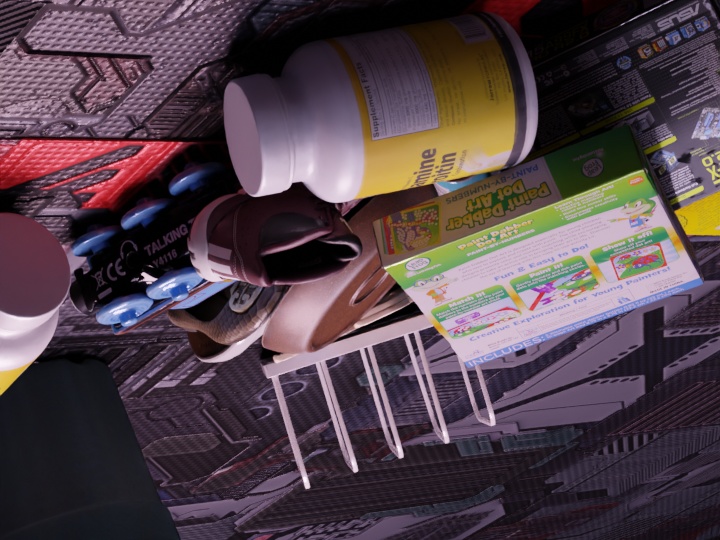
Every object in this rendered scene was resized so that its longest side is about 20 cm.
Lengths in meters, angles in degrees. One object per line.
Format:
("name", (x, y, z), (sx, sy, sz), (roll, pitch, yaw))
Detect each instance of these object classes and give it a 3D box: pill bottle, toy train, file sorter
("pill bottle", (0.012, -0.109, 1.430), (0.199, 0.112, 0.112), (-12, 160, -18))
("toy train", (-0.131, -0.018, 1.596), (0.200, 0.087, 0.114), (-30, 164, 29))
("file sorter", (0.018, 0.116, 1.990), (0.199, 0.125, 0.139), (-18, -179, -4))
("pill bottle", (-0.294, 0.039, 1.551), (0.112, 0.113, 0.200), (-4, 156, -36))

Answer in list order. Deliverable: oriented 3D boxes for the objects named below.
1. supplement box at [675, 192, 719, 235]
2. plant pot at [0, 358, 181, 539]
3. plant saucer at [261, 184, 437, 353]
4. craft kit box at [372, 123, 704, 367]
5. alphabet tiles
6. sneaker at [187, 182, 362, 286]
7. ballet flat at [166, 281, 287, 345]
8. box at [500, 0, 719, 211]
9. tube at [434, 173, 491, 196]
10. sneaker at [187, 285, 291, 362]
("supplement box", (0.278, -0.100, 1.713), (0.200, 0.109, 0.109), (1, 153, -43))
("plant pot", (-0.271, 0.196, 1.878), (0.200, 0.197, 0.200), (-16, 161, -6))
("plant saucer", (0.000, 0.000, 1.705), (0.200, 0.034, 0.200), (-45, 170, -10))
("craft kit box", (0.134, -0.012, 1.533), (0.199, 0.049, 0.198), (-20, 152, 12))
("alphabet tiles", (0.020, 0.032, 1.879), (0.195, 0.015, 0.200), (-25, -179, 19))
("sneaker", (-0.018, -0.044, 1.489), (0.200, 0.115, 0.076), (-40, 127, -24))
("ballet flat", (-0.117, 0.021, 1.689), (0.067, 0.046, 0.200), (-51, -161, -15))
("box", (0.197, -0.113, 1.550), (0.200, 0.044, 0.160), (-25, 117, 18))
("tube", (0.089, -0.056, 1.721), (0.050, 0.078, 0.200), (-11, 158, 5))
("sneaker", (-0.072, 0.021, 1.772), (0.084, 0.073, 0.200), (0, 152, -39))
